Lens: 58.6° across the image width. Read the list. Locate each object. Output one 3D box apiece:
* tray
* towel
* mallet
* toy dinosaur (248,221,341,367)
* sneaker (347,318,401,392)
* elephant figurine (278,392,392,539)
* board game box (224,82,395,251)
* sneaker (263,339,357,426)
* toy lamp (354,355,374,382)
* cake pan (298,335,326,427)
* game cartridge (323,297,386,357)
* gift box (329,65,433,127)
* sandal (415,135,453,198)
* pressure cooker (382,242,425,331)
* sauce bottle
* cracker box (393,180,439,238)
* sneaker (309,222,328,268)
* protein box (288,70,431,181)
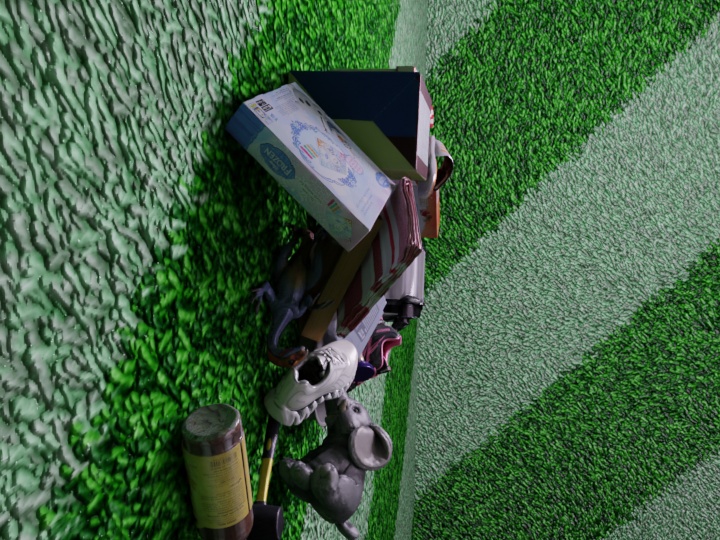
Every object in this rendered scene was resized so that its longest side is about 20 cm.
[{"bbox_3d":[-0.035,-0.008,0.939,0.202,0.036,0.099,-61,-159,17],"label":"tray"},{"bbox_3d":[0.016,-0.017,0.896,0.201,0.022,0.146,-51,-152,35],"label":"towel"},{"bbox_3d":[-0.132,0.254,0.834,0.202,0.064,0.042,-97,-179,-49],"label":"mallet"},{"bbox_3d":[-0.085,0.037,0.889,0.200,0.103,0.185,-41,149,-87],"label":"toy dinosaur"},{"bbox_3d":[0.009,0.183,1.249,0.202,0.094,0.079,-55,154,-14],"label":"sneaker"},{"bbox_3d":[-0.021,0.269,0.993,0.201,0.139,0.157,-49,146,-33],"label":"elephant figurine"},{"bbox_3d":[-0.052,-0.139,0.805,0.043,0.199,0.200,-43,-173,24],"label":"board game box"},{"bbox_3d":[-0.054,0.145,0.926,0.199,0.075,0.082,-33,155,-57],"label":"sneaker"},{"bbox_3d":[-0.017,0.112,1.223,0.059,0.057,0.203,80,-1,-49],"label":"toy lamp"},{"bbox_3d":[-0.071,0.163,1.103,0.200,0.036,0.205,3,90,-80],"label":"cake pan"},{"bbox_3d":[-0.012,0.072,1.071,0.135,0.040,0.201,-63,160,-17],"label":"game cartridge"},{"bbox_3d":[0.045,-0.278,1.234,0.185,0.182,0.205,-47,137,-73],"label":"gift box"},{"bbox_3d":[0.138,-0.176,1.171,0.208,0.058,0.080,-82,-167,-58],"label":"sandal"},{"bbox_3d":[0.055,0.036,1.377,0.176,0.174,0.205,44,49,-79],"label":"pressure cooker"},{"bbox_3d":[-0.144,0.240,0.669,0.065,0.063,0.205,-61,152,-66],"label":"sauce bottle"},{"bbox_3d":[0.063,-0.138,1.318,0.136,0.195,0.058,81,17,-45],"label":"cracker box"},{"bbox_3d":[-0.042,-0.056,1.088,0.077,0.074,0.205,3,94,-76],"label":"sneaker"},{"bbox_3d":[0.005,-0.218,0.998,0.200,0.194,0.138,-18,111,-79],"label":"protein box"}]
